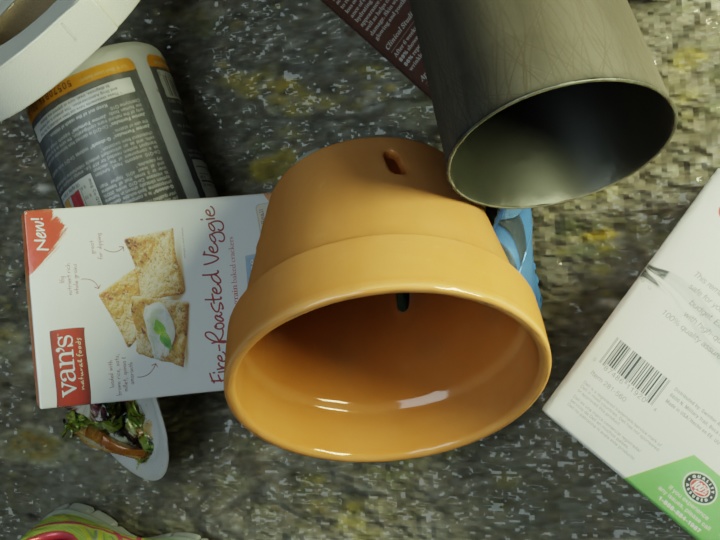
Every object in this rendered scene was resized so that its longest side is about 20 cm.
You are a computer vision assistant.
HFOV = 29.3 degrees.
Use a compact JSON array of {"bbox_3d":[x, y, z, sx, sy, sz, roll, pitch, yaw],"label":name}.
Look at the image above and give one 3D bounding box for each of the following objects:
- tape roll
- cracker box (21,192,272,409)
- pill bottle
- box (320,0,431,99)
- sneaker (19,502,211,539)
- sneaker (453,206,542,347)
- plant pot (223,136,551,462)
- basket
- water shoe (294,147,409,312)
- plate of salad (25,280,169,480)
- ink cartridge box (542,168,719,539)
[{"bbox_3d":[-0.236,-0.190,1.040,0.202,0.204,0.037,-27,122,25],"label":"tape roll"},{"bbox_3d":[-0.132,0.019,0.965,0.198,0.058,0.136,-5,91,-13],"label":"cracker box"},{"bbox_3d":[-0.171,-0.062,1.051,0.116,0.116,0.202,-24,84,24],"label":"pill bottle"},{"bbox_3d":[0.040,-0.201,0.967,0.200,0.075,0.100,44,110,14],"label":"box"},{"bbox_3d":[-0.191,0.246,1.098,0.198,0.090,0.079,10,96,23],"label":"sneaker"},{"bbox_3d":[0.094,-0.003,0.964,0.066,0.078,0.202,15,98,53],"label":"sneaker"},{"bbox_3d":[0.013,0.012,0.869,0.199,0.200,0.141,-23,50,24],"label":"plant pot"},{"bbox_3d":[0.093,-0.160,0.827,0.135,0.180,0.202,-22,69,18],"label":"basket"},{"bbox_3d":[0.000,0.000,0.995,0.071,0.079,0.201,-30,81,23],"label":"water shoe"},{"bbox_3d":[-0.214,0.080,1.069,0.200,0.048,0.201,39,145,35],"label":"plate of salad"},{"bbox_3d":[0.237,0.054,0.885,0.146,0.084,0.201,40,108,17],"label":"ink cartridge box"}]
